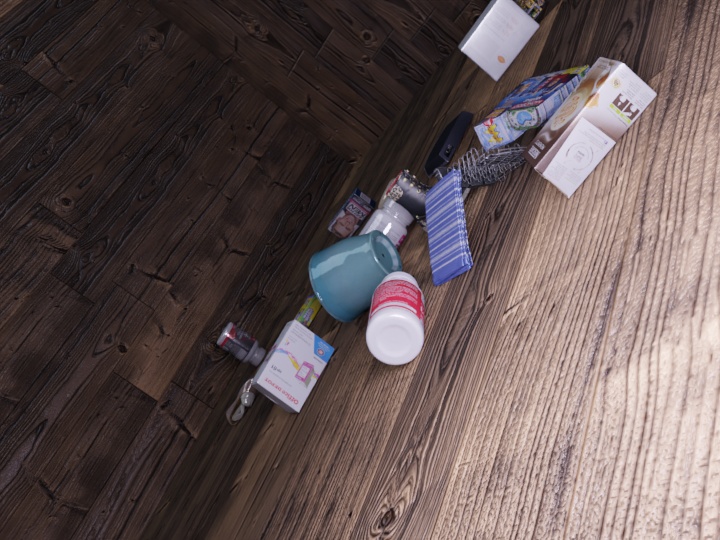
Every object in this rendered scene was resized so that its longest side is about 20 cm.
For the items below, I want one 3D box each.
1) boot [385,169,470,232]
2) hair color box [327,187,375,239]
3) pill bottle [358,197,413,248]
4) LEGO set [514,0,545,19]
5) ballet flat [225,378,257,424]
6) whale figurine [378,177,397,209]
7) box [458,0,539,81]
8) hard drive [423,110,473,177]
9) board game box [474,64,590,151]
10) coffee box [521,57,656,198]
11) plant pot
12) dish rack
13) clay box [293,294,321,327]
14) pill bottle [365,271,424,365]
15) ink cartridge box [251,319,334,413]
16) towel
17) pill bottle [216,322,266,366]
[{"bbox_3d":[0.164,-0.192,1.667,0.203,0.152,0.074,-44,15,46],"label":"boot"},{"bbox_3d":[-0.036,-0.219,2.767,0.201,0.099,0.061,-49,13,31],"label":"hair color box"},{"bbox_3d":[0.061,-0.098,1.945,0.202,0.112,0.113,-55,11,3],"label":"pill bottle"},{"bbox_3d":[0.478,-0.805,2.197,0.201,0.115,0.155,-50,12,25],"label":"LEGO set"},{"bbox_3d":[-0.425,0.485,2.527,0.202,0.067,0.068,-57,29,21],"label":"ballet flat"},{"bbox_3d":[0.112,-0.182,2.085,0.202,0.102,0.161,98,-163,-55],"label":"whale figurine"},{"bbox_3d":[0.415,-0.708,2.097,0.201,0.151,0.107,-50,12,20],"label":"box"},{"bbox_3d":[0.264,-0.387,2.100,0.203,0.042,0.135,-61,12,-25],"label":"hard drive"},{"bbox_3d":[0.336,-0.319,1.386,0.199,0.062,0.199,-39,20,-14],"label":"board game box"},{"bbox_3d":[0.361,-0.232,1.116,0.201,0.079,0.115,-52,11,17],"label":"coffee box"},{"bbox_3d":[0.000,0.000,1.772,0.186,0.201,0.202,-31,21,28],"label":"plant pot"},{"bbox_3d":[0.255,-0.215,1.398,0.150,0.056,0.199,-12,-9,-25],"label":"dish rack"},{"bbox_3d":[-0.212,0.186,2.479,0.202,0.047,0.115,-58,11,-14],"label":"clay box"},{"bbox_3d":[0.072,0.085,1.364,0.113,0.111,0.201,-49,12,24],"label":"pill bottle"},{"bbox_3d":[-0.183,0.261,1.871,0.203,0.143,0.084,-59,13,-20],"label":"ink cartridge box"},{"bbox_3d":[0.175,-0.083,1.395,0.145,0.023,0.206,142,127,-63],"label":"towel"},{"bbox_3d":[-0.504,0.321,2.952,0.111,0.198,0.111,-51,12,15],"label":"pill bottle"}]
